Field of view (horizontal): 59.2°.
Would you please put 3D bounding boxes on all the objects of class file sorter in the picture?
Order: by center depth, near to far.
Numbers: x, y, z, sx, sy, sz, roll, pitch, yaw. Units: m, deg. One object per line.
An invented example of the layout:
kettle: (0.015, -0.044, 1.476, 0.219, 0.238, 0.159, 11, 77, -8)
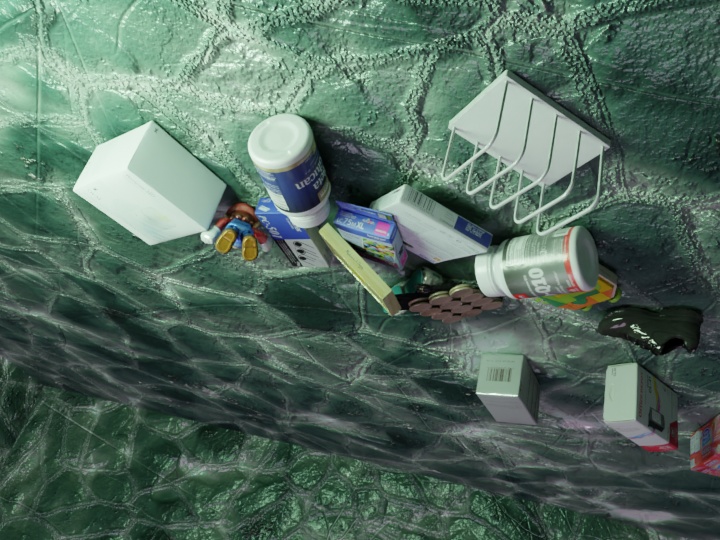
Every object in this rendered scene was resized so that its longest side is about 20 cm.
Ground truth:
file sorter: (0.237, -0.158, 0.924, 0.198, 0.126, 0.139, 26, 151, -19)

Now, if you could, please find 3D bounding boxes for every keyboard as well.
keyboard: (0.163, 0.052, 1.350, 0.197, 0.021, 0.127, -5, 157, -15)

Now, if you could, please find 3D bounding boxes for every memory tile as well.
memory tile: (0.207, 0.073, 1.373, 0.152, 0.017, 0.199, -23, 155, 29)

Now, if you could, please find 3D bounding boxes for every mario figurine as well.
mario figurine: (-0.248, -0.061, 1.292, 0.105, 0.200, 0.124, -34, 109, 5)

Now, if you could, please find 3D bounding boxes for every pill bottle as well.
pill bottle: (-0.114, -0.165, 1.109, 0.110, 0.112, 0.201, 7, 151, 17)
pill bottle: (0.318, -0.008, 1.156, 0.198, 0.115, 0.114, -11, 142, 40)

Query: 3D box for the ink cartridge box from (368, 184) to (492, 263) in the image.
ink cartridge box: (0.116, -0.081, 1.195, 0.195, 0.044, 0.200, 27, 166, -18)

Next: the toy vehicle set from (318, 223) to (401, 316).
toy vehicle set: (0.000, 0.000, 1.288, 0.200, 0.026, 0.124, 47, 175, 21)

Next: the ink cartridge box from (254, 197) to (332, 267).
ink cartridge box: (-0.137, -0.078, 1.344, 0.093, 0.045, 0.201, 1, 148, 22)

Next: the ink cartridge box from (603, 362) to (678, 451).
ink cartridge box: (0.683, 0.333, 1.536, 0.199, 0.149, 0.085, 33, 147, -30)

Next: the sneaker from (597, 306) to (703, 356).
sneaker: (0.582, 0.127, 1.284, 0.198, 0.092, 0.076, -5, 147, 36)

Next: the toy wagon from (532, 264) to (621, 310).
toy wagon: (0.410, 0.035, 1.264, 0.154, 0.040, 0.200, 28, 149, -21)

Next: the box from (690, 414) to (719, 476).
box: (0.959, 0.467, 1.679, 0.093, 0.104, 0.201, 10, 150, 10)

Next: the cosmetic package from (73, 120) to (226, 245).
cosmetic package: (-0.415, -0.164, 1.257, 0.198, 0.124, 0.199, -10, 142, 37)

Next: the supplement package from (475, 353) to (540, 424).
supplement package: (0.398, 0.318, 1.689, 0.116, 0.118, 0.200, -3, 146, 29)

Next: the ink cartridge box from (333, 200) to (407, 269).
ink cartridge box: (0.020, -0.066, 1.234, 0.118, 0.042, 0.200, 18, 163, 18)

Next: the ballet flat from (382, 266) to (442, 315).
ballet flat: (0.119, 0.054, 1.423, 0.071, 0.072, 0.200, 25, 149, -16)
